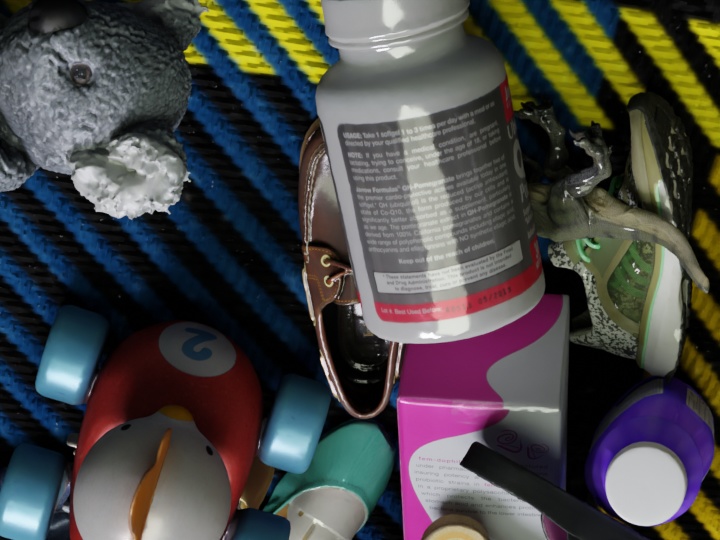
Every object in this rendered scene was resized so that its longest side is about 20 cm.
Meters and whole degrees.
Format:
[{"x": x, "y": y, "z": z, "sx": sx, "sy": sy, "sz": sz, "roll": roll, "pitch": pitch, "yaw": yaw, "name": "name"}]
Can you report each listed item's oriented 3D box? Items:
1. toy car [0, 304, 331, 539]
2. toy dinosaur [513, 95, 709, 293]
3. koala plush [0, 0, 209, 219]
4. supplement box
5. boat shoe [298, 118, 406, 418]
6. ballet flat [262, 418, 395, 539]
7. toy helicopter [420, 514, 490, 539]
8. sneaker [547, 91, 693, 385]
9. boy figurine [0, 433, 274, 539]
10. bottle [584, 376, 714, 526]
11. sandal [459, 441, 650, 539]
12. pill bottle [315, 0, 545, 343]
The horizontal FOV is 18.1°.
[{"x": -0.120, "y": 0.117, "z": 1.365, "sx": 0.183, "sy": 0.200, "sz": 0.178, "roll": 17, "pitch": 87, "yaw": -4, "name": "toy car"}, {"x": 0.123, "y": -0.049, "z": 1.326, "sx": 0.199, "sy": 0.047, "sz": 0.089, "roll": 15, "pitch": 124, "yaw": 41, "name": "toy dinosaur"}, {"x": -0.185, "y": -0.102, "z": 1.256, "sx": 0.198, "sy": 0.178, "sz": 0.184, "roll": -2, "pitch": 140, "yaw": 2, "name": "koala plush"}, {"x": 0.080, "y": 0.116, "z": 1.435, "sx": 0.100, "sy": 0.104, "sz": 0.201, "roll": 4, "pitch": 136, "yaw": 7, "name": "supplement box"}, {"x": 0.000, "y": 0.000, "z": 1.385, "sx": 0.070, "sy": 0.071, "sz": 0.201, "roll": -4, "pitch": 126, "yaw": 8, "name": "boat shoe"}, {"x": -0.042, "y": 0.184, "z": 1.527, "sx": 0.067, "sy": 0.071, "sz": 0.200, "roll": 31, "pitch": 122, "yaw": -21, "name": "ballet flat"}, {"x": 0.116, "y": 0.224, "z": 1.401, "sx": 0.132, "sy": 0.079, "sz": 0.200, "roll": -39, "pitch": 103, "yaw": 14, "name": "toy helicopter"}, {"x": 0.156, "y": -0.017, "z": 1.373, "sx": 0.088, "sy": 0.077, "sz": 0.201, "roll": 4, "pitch": 125, "yaw": 12, "name": "sneaker"}, {"x": -0.154, "y": 0.158, "z": 1.514, "sx": 0.198, "sy": 0.065, "sz": 0.125, "roll": -5, "pitch": 125, "yaw": 8, "name": "boy figurine"}, {"x": 0.178, "y": 0.115, "z": 1.388, "sx": 0.065, "sy": 0.200, "sz": 0.084, "roll": 43, "pitch": 99, "yaw": 3, "name": "bottle"}, {"x": 0.138, "y": 0.169, "z": 1.355, "sx": 0.200, "sy": 0.075, "sz": 0.048, "roll": 31, "pitch": 86, "yaw": -16, "name": "sandal"}, {"x": 0.036, "y": -0.069, "z": 1.284, "sx": 0.110, "sy": 0.111, "sz": 0.201, "roll": -10, "pitch": 108, "yaw": 8, "name": "pill bottle"}]
